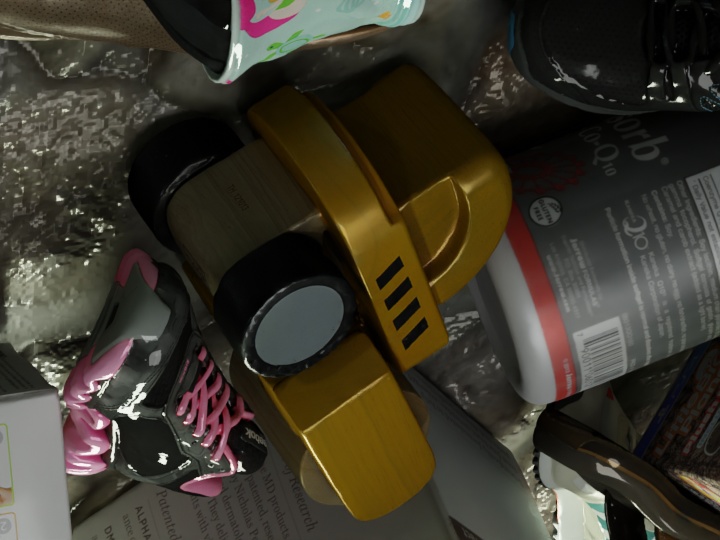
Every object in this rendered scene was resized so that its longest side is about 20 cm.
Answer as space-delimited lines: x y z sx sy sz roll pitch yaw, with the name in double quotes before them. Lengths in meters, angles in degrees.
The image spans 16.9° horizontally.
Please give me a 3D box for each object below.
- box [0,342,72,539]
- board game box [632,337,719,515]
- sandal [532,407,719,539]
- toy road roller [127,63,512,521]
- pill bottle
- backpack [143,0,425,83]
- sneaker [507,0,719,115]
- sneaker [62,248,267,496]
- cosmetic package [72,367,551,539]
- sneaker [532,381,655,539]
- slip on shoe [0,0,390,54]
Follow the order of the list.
"box" -0.187 0.146 1.098 0.101 0.112 0.202 -8 102 -19
"board game box" 0.246 0.099 1.163 0.159 0.200 0.097 33 84 -11
"sandal" 0.153 0.138 1.218 0.200 0.082 0.055 37 83 -32
"toy road roller" 0.000 0.000 1.100 0.145 0.123 0.201 -32 140 -7
"pill bottle" 0.150 -0.023 1.150 0.199 0.116 0.116 -21 140 -5
"backpack" -0.037 -0.171 0.832 0.149 0.201 0.178 -14 138 -12
"sneaker" 0.165 -0.105 1.063 0.198 0.074 0.082 2 178 -5
"sneaker" -0.082 0.056 1.090 0.095 0.079 0.200 25 161 1
"cosmetic package" -0.010 0.173 1.242 0.199 0.166 0.165 -35 140 12
"sneaker" 0.149 0.110 1.299 0.093 0.071 0.200 8 146 16
"slip on shoe" -0.076 -0.116 0.978 0.198 0.061 0.076 -3 135 -24
